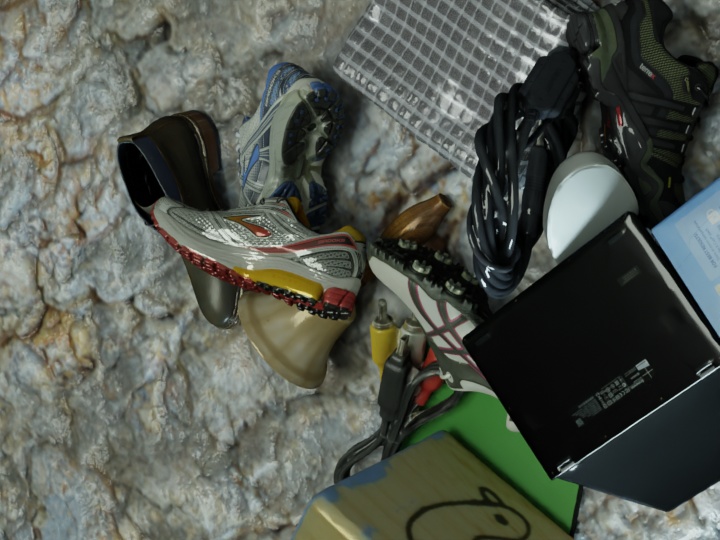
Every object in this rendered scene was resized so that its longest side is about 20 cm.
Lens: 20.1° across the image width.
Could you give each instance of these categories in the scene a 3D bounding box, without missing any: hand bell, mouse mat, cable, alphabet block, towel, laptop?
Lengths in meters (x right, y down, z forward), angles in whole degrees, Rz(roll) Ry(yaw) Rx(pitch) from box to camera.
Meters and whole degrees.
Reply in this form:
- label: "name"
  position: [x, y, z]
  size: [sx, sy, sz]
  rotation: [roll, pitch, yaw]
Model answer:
- label: "hand bell"
  position: [0.000, 0.000, 1.721]
  size: [0.200, 0.104, 0.104]
  rotation: [-41, 74, 23]
- label: "mouse mat"
  position: [0.104, 0.149, 1.708]
  size: [0.199, 0.008, 0.162]
  rotation: [21, 111, 32]
- label: "cable"
  position: [0.037, 0.121, 1.738]
  size: [0.097, 0.050, 0.201]
  rotation: [23, 126, 14]
- label: "alphabet block"
  position: [0.053, 0.284, 1.653]
  size: [0.200, 0.195, 0.197]
  rotation: [39, 125, 23]
- label: "towel"
  position: [0.085, -0.177, 1.603]
  size: [0.200, 0.085, 0.166]
  rotation: [38, 119, 25]
- label: "laptop"
  position: [0.217, 0.075, 1.526]
  size: [0.187, 0.116, 0.200]
  rotation: [-39, 80, 35]
- label: "cable"
  position: [0.111, -0.061, 1.475]
  size: [0.051, 0.200, 0.164]
  rotation: [17, 133, 12]

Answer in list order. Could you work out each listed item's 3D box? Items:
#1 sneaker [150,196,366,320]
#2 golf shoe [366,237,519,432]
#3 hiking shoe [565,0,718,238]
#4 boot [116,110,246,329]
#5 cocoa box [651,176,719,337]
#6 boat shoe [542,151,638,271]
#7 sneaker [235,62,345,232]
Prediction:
- label: "sneaker"
  position: [-0.083, -0.025, 1.696]
  size: [0.199, 0.078, 0.083]
  rotation: [19, 79, 19]
- label: "golf shoe"
  position: [0.077, 0.049, 1.641]
  size: [0.200, 0.077, 0.088]
  rotation: [36, 112, 15]
- label: "hiking shoe"
  position: [0.228, -0.112, 1.510]
  size: [0.100, 0.076, 0.201]
  rotation: [-23, 113, 0]
- label: "boot"
  position: [-0.164, -0.039, 1.814]
  size: [0.074, 0.097, 0.201]
  rotation: [-12, 92, 38]
- label: "cocoa box"
  position: [0.327, 0.010, 1.425]
  size: [0.133, 0.131, 0.201]
  rotation: [-39, 76, 33]
- label: "boat shoe"
  position: [0.170, -0.029, 1.523]
  size: [0.070, 0.200, 0.064]
  rotation: [-19, 51, 0]
- label: "sneaker"
  position: [-0.071, -0.091, 1.756]
  size: [0.085, 0.077, 0.201]
  rotation: [51, 132, 40]
